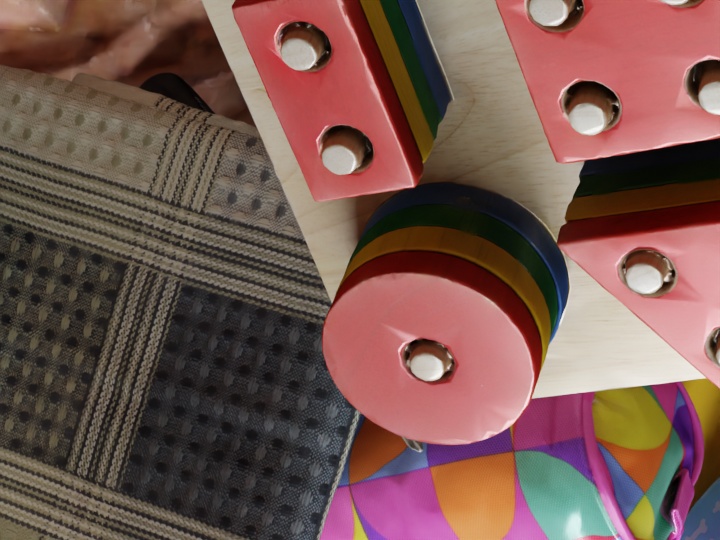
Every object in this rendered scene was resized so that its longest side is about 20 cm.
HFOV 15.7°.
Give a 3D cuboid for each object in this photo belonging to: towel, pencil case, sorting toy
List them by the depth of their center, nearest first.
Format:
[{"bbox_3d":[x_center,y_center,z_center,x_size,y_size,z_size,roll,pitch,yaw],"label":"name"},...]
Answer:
[{"bbox_3d":[0.060,-0.033,0.785,0.199,0.070,0.199,-8,123,24],"label":"sorting toy"},{"bbox_3d":[0.026,0.083,0.945,0.200,0.089,0.088,-16,146,37],"label":"pencil case"},{"bbox_3d":[-0.085,0.033,0.947,0.200,0.193,0.035,18,180,29],"label":"towel"}]

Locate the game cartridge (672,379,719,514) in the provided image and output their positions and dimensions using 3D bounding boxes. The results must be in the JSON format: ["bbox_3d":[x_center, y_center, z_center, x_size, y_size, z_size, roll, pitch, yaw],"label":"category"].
[{"bbox_3d":[0.176,0.050,1.027,0.200,0.032,0.177,-32,131,-33],"label":"game cartridge"}]

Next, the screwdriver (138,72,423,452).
[{"bbox_3d":[-0.028,-0.002,0.955,0.028,0.200,0.029,-32,150,-8],"label":"screwdriver"}]

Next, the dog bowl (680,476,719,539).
[{"bbox_3d":[0.192,0.076,0.944,0.111,0.050,0.200,27,111,-43],"label":"dog bowl"}]
